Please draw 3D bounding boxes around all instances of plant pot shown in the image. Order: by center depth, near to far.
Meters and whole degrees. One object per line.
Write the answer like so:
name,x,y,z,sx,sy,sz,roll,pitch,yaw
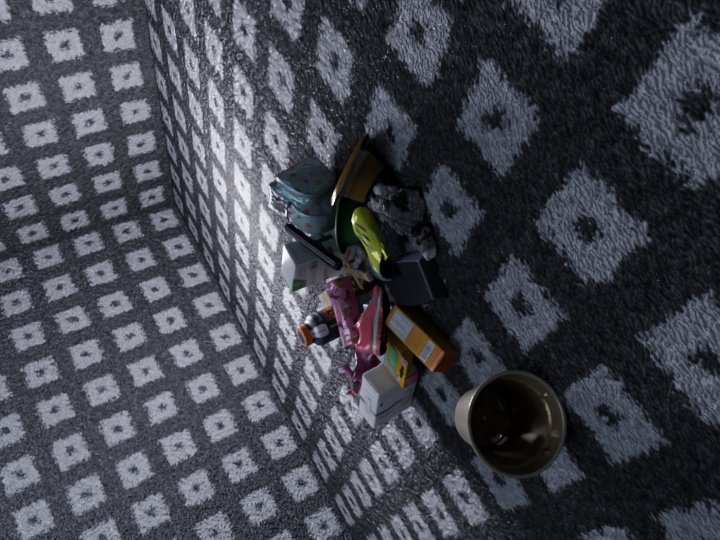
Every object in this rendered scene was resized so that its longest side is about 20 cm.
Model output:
plant pot,0.285,0.307,1.144,0.201,0.200,0.183,64,167,6

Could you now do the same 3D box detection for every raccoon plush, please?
raccoon plush,0.086,-0.112,1.283,0.134,0.097,0.200,11,121,69

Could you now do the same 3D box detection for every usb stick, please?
usb stick,-0.130,-0.065,1.538,0.200,0.033,0.055,36,175,16

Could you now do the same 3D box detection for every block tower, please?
block tower,-0.079,0.075,1.818,0.054,0.058,0.200,64,157,6

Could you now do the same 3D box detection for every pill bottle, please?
pill bottle,-0.103,0.173,1.774,0.106,0.200,0.106,45,148,39

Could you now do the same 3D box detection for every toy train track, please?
toy train track,0.000,0.000,1.471,0.115,0.033,0.200,58,169,-15

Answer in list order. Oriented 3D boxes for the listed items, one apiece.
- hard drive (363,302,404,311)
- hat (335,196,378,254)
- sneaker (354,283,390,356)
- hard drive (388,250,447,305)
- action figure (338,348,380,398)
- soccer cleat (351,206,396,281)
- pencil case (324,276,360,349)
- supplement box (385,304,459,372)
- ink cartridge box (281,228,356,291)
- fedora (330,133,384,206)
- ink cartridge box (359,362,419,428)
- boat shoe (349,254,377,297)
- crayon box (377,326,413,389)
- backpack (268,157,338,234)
hard drive,0.085,0.159,1.581,0.200,0.033,0.140,-4,106,64
hat,0.034,-0.120,1.455,0.200,0.176,0.166,-64,-26,-65
sneaker,0.026,0.126,1.466,0.074,0.087,0.200,56,-145,-58
hard drive,0.127,0.025,1.367,0.200,0.042,0.135,-14,98,65
action figure,0.016,0.300,1.679,0.134,0.200,0.149,29,136,-6
soccer cleat,0.039,-0.063,1.332,0.084,0.065,0.200,24,140,54
pencil case,-0.036,0.114,1.544,0.087,0.083,0.200,-29,76,56
supplement box,0.151,0.167,1.389,0.200,0.067,0.069,47,115,40
ink cartridge box,-0.124,-0.035,1.641,0.083,0.200,0.147,58,154,26
fedora,0.001,-0.222,1.309,0.082,0.201,0.201,27,152,-3
ink cartridge box,0.081,0.352,1.618,0.083,0.146,0.200,48,150,33
boat shoe,0.005,0.022,1.592,0.065,0.071,0.200,64,146,18
crayon box,0.084,0.210,1.525,0.200,0.052,0.126,49,150,36
backpack,-0.138,-0.205,1.551,0.200,0.176,0.153,45,146,16
